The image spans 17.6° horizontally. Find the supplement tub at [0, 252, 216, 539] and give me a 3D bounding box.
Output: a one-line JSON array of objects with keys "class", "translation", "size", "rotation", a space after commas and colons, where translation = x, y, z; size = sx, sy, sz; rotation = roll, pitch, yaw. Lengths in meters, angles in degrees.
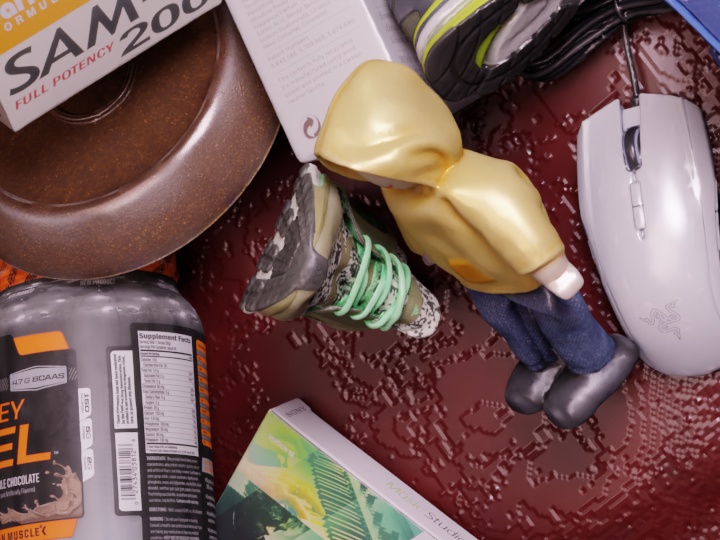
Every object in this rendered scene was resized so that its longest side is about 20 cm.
[{"class": "supplement tub", "translation": [-0.138, 0.089, 1.209], "size": [0.122, 0.122, 0.201], "rotation": [-11, 76, 27]}]

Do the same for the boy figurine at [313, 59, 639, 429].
[{"class": "boy figurine", "translation": [0.054, -0.013, 1.081], "size": [0.065, 0.200, 0.124], "rotation": [-49, 33, -14]}]

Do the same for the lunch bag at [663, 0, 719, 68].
[{"class": "lunch bag", "translation": [0.216, -0.118, 1.002], "size": [0.200, 0.136, 0.132], "rotation": [41, 114, -4]}]

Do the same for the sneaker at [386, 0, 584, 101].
[{"class": "sneaker", "translation": [0.091, -0.171, 1.079], "size": [0.200, 0.074, 0.081], "rotation": [-38, 60, -4]}]

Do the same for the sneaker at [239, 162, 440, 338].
[{"class": "sneaker", "translation": [0.000, 0.000, 1.117], "size": [0.088, 0.200, 0.077], "rotation": [23, 94, 4]}]

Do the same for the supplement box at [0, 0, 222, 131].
[{"class": "supplement box", "translation": [-0.175, -0.158, 1.156], "size": [0.200, 0.126, 0.074], "rotation": [36, 154, 50]}]

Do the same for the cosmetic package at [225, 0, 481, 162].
[{"class": "cosmetic package", "translation": [-0.023, -0.159, 1.146], "size": [0.074, 0.102, 0.201], "rotation": [-25, 87, 25]}]

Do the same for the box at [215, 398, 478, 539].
[{"class": "box", "translation": [-0.032, 0.190, 1.233], "size": [0.144, 0.036, 0.201], "rotation": [36, 109, 18]}]

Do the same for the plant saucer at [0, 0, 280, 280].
[{"class": "plant saucer", "translation": [-0.132, -0.093, 1.190], "size": [0.199, 0.035, 0.201], "rotation": [-10, 62, 19]}]

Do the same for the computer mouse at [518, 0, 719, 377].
[{"class": "computer mouse", "translation": [0.138, -0.046, 1.113], "size": [0.109, 0.044, 0.201], "rotation": [-15, 90, 26]}]
